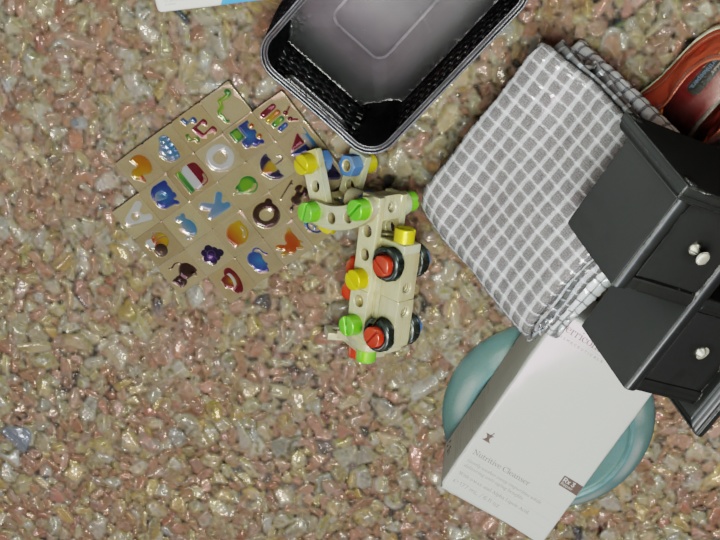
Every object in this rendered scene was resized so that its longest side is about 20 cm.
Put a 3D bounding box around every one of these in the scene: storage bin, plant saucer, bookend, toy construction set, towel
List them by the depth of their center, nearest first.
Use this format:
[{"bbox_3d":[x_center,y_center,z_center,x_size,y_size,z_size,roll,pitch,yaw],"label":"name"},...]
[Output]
[{"bbox_3d":[0.232,0.009,1.155,0.199,0.092,0.199,16,120,-36],"label":"bookend"},{"bbox_3d":[0.029,-0.212,1.224,0.135,0.094,0.200,40,113,-13],"label":"storage bin"},{"bbox_3d":[0.156,-0.068,1.238,0.200,0.085,0.166,-53,58,25],"label":"towel"},{"bbox_3d":[0.000,0.000,1.316,0.131,0.092,0.202,23,128,39],"label":"toy construction set"},{"bbox_3d":[0.174,0.142,1.420,0.198,0.027,0.202,2,116,4],"label":"plant saucer"}]

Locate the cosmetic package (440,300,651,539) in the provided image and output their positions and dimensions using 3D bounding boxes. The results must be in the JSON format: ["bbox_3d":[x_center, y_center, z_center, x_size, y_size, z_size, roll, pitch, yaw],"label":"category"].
[{"bbox_3d":[0.168,0.124,1.349,0.112,0.081,0.201,29,112,-5],"label":"cosmetic package"}]

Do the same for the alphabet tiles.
[{"bbox_3d":[-0.116,-0.067,1.358,0.199,0.006,0.167,-33,109,19],"label":"alphabet tiles"}]

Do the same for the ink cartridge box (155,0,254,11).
[{"bbox_3d":[-0.119,-0.315,1.202,0.115,0.068,0.202,-5,116,9],"label":"ink cartridge box"}]

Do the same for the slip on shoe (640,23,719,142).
[{"bbox_3d":[0.253,-0.115,1.267,0.074,0.061,0.200,33,116,-13],"label":"slip on shoe"}]
